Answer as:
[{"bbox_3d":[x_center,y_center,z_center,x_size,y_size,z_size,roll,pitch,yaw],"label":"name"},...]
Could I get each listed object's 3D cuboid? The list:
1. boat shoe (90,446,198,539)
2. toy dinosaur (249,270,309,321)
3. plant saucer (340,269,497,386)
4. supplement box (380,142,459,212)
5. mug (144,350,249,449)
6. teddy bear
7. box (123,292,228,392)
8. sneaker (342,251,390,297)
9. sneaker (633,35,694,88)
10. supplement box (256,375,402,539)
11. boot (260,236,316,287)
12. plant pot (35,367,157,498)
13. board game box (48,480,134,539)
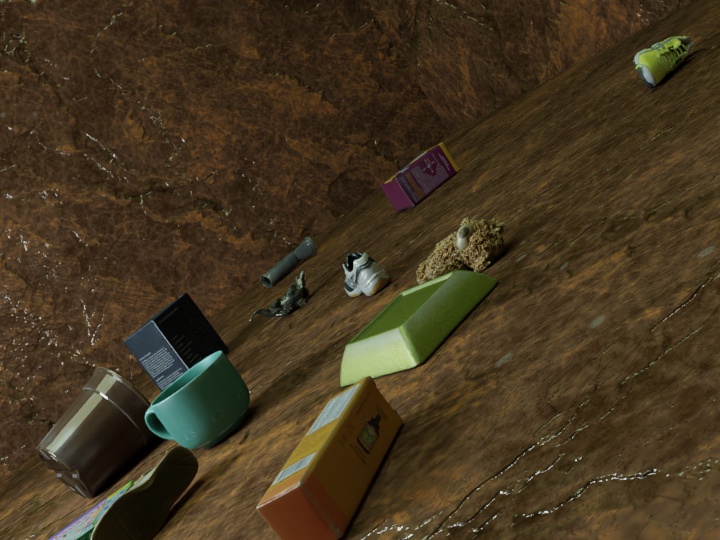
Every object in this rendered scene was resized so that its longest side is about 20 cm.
[{"bbox_3d":[-0.307,0.337,1.207,0.066,0.074,0.200,-45,-2,43],"label":"boat shoe"},{"bbox_3d":[-0.195,0.088,2.196,0.200,0.077,0.102,-43,-2,-16],"label":"toy dinosaur"},{"bbox_3d":[0.069,0.071,1.197,0.199,0.048,0.199,-42,10,-35],"label":"plant saucer"},{"bbox_3d":[0.179,-0.279,2.561,0.199,0.104,0.131,-39,10,-20],"label":"supplement box"},{"bbox_3d":[-0.271,0.232,1.460,0.152,0.115,0.184,-41,9,-31],"label":"mug"},{"bbox_3d":[0.154,-0.033,1.377,0.144,0.067,0.200,-39,8,-8],"label":"teddy bear"},{"bbox_3d":[-0.481,0.198,2.240,0.123,0.198,0.200,-31,8,24],"label":"box"},{"bbox_3d":[0.000,0.000,1.761,0.075,0.088,0.200,-39,7,-16],"label":"sneaker"},{"bbox_3d":[0.616,-0.435,1.729,0.076,0.076,0.200,-28,13,45],"label":"sneaker"},{"bbox_3d":[-0.024,0.189,0.851,0.068,0.067,0.200,-34,7,31],"label":"supplement box"},{"bbox_3d":[-0.262,-0.028,3.081,0.199,0.073,0.182,-32,-8,-27],"label":"boot"},{"bbox_3d":[-0.538,0.342,1.745,0.199,0.201,0.199,-24,22,54],"label":"plant pot"},{"bbox_3d":[-0.458,0.434,1.390,0.199,0.029,0.135,-36,9,2],"label":"board game box"}]
